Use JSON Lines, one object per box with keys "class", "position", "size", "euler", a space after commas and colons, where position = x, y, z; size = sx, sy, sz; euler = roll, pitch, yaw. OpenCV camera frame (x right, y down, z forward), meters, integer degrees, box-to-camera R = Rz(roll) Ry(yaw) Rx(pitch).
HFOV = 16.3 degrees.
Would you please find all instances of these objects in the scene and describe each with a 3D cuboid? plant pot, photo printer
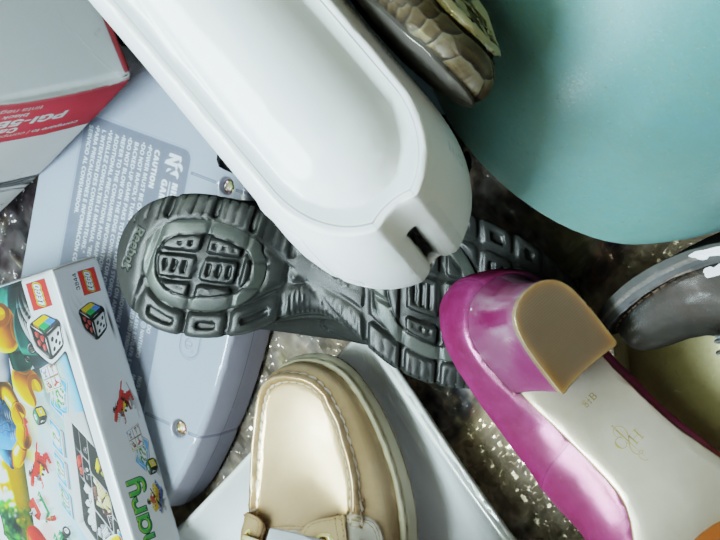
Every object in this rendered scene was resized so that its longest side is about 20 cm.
{"class": "plant pot", "position": [0.118, -0.106, 0.927], "size": [0.201, 0.200, 0.161], "euler": [54, 129, 18]}
{"class": "photo printer", "position": [-0.036, -0.078, 0.895], "size": [0.069, 0.166, 0.200], "euler": [-40, 83, 1]}

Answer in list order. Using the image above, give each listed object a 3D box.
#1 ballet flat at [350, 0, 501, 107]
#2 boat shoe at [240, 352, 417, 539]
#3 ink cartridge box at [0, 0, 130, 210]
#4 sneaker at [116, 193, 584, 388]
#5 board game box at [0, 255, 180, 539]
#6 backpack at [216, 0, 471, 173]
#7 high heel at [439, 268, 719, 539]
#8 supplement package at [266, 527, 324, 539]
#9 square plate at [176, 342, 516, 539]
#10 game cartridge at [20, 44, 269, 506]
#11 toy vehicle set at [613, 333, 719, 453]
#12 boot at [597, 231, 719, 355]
{"class": "ballet flat", "position": [0.006, -0.121, 0.897], "size": [0.046, 0.067, 0.200], "euler": [-37, 36, 3]}
{"class": "boat shoe", "position": [-0.020, 0.138, 1.087], "size": [0.073, 0.069, 0.201], "euler": [-7, 92, 35]}
{"class": "ink cartridge box", "position": [-0.206, -0.106, 1.180], "size": [0.200, 0.083, 0.147], "euler": [-37, 73, 52]}
{"class": "sneaker", "position": [0.000, 0.000, 1.084], "size": [0.199, 0.091, 0.076], "euler": [12, 97, 7]}
{"class": "board game box", "position": [-0.148, 0.104, 1.190], "size": [0.126, 0.035, 0.201], "euler": [-17, 90, 39]}
{"class": "backpack", "position": [-0.021, -0.137, 1.049], "size": [0.163, 0.153, 0.201], "euler": [-171, 92, -75]}
{"class": "high heel", "position": [0.100, 0.086, 1.006], "size": [0.200, 0.067, 0.096], "euler": [51, 165, -11]}
{"class": "supplement package", "position": [0.040, 0.209, 0.955], "size": [0.199, 0.111, 0.156], "euler": [13, 59, 11]}
{"class": "square plate", "position": [0.004, 0.163, 1.133], "size": [0.200, 0.028, 0.198], "euler": [-47, 69, 30]}
{"class": "game cartridge", "position": [-0.100, 0.002, 1.185], "size": [0.133, 0.040, 0.201], "euler": [23, 108, 35]}
{"class": "toy vehicle set", "position": [0.195, 0.067, 0.987], "size": [0.199, 0.026, 0.125], "euler": [-4, 93, 36]}
{"class": "boot", "position": [0.192, 0.058, 0.934], "size": [0.200, 0.069, 0.175], "euler": [-19, 92, 42]}
